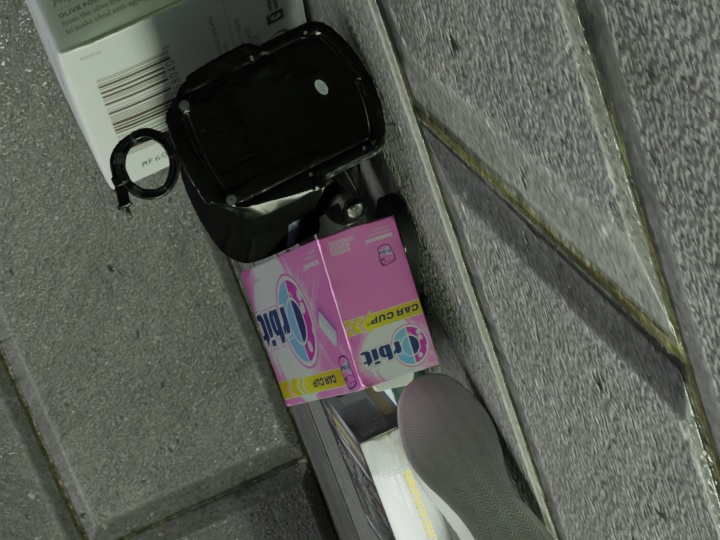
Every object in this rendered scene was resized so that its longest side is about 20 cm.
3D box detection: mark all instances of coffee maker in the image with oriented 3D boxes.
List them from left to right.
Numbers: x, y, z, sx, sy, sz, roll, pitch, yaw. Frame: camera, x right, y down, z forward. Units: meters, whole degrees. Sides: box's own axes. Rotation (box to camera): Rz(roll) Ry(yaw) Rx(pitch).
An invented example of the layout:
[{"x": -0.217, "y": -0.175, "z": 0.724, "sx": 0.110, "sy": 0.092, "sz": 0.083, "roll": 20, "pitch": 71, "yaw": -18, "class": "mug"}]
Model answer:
[{"x": -0.086, "y": -0.086, "z": 1.515, "sx": 0.200, "sy": 0.190, "sz": 0.136, "roll": 116, "pitch": 150, "yaw": -78, "class": "coffee maker"}]

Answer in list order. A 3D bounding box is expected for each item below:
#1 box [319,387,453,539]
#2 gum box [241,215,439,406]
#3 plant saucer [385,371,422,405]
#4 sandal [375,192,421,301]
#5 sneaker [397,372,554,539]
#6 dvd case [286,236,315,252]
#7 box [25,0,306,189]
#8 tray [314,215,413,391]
[{"x": 0.024, "y": 0.180, "z": 1.810, "sx": 0.200, "sy": 0.048, "sz": 0.159, "roll": -136, "pitch": 25, "yaw": -72, "class": "box"}, {"x": -0.021, "y": 0.035, "z": 1.584, "sx": 0.200, "sy": 0.066, "sz": 0.114, "roll": -20, "pitch": 87, "yaw": 68, "class": "gum box"}, {"x": 0.034, "y": 0.106, "z": 1.861, "sx": 0.201, "sy": 0.038, "sz": 0.202, "roll": 156, "pitch": 90, "yaw": -83, "class": "plant saucer"}, {"x": 0.016, "y": -0.004, "z": 1.605, "sx": 0.200, "sy": 0.045, "sz": 0.075, "roll": 87, "pitch": 158, "yaw": -71, "class": "sandal"}, {"x": 0.086, "y": 0.182, "z": 1.550, "sx": 0.116, "sy": 0.073, "sz": 0.201, "roll": 83, "pitch": 162, "yaw": -56, "class": "sneaker"}, {"x": -0.032, "y": 0.054, "z": 2.278, "sx": 0.150, "sy": 0.025, "sz": 0.201, "roll": -168, "pitch": 55, "yaw": -81, "class": "dvd case"}, {"x": -0.158, "y": -0.213, "z": 1.639, "sx": 0.172, "sy": 0.199, "sz": 0.199, "roll": 61, "pitch": 172, "yaw": 29, "class": "box"}, {"x": 0.000, "y": 0.000, "z": 1.713, "sx": 0.201, "sy": 0.022, "sz": 0.107, "roll": 69, "pitch": -164, "yaw": 6, "class": "tray"}]
